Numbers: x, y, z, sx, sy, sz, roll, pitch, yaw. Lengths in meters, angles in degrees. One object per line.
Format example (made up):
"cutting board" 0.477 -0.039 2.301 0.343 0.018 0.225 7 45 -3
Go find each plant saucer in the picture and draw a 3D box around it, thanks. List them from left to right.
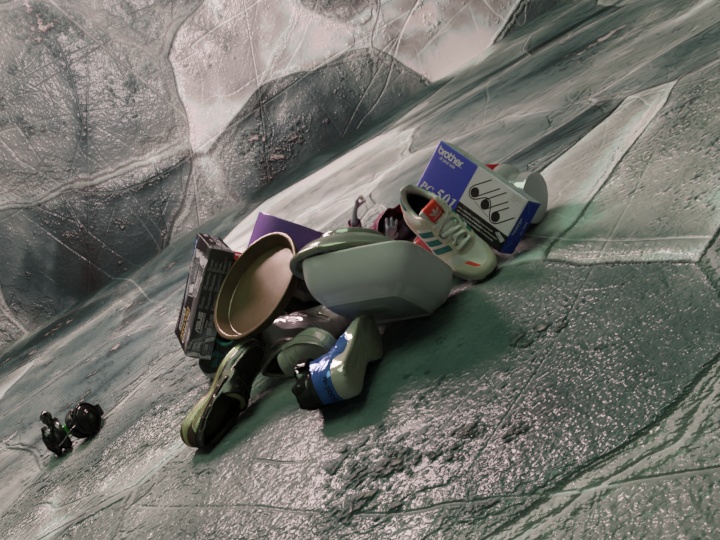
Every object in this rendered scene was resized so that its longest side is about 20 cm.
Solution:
"plant saucer" -0.169 0.029 1.489 0.199 0.029 0.202 -31 41 31
"plant saucer" -0.012 -0.026 1.390 0.198 0.051 0.200 -1 -18 0

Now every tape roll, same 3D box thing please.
"tape roll" -0.119 -0.043 1.756 0.086 0.198 0.200 -71 20 1

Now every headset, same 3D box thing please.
"headset" -0.586 0.305 1.782 0.123 0.095 0.200 -32 4 -3

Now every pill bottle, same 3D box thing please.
"pill bottle" 0.211 -0.124 1.521 0.198 0.113 0.112 4 36 40

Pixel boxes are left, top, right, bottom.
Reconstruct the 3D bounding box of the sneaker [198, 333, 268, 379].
"sneaker" -0.240 0.140 1.637 0.199 0.092 0.078 -15 21 45

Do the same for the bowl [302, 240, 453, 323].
"bowl" 0.027 0.027 1.358 0.198 0.076 0.199 -9 -20 27

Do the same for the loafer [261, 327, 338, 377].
"loafer" -0.096 0.139 1.424 0.070 0.070 0.199 -52 15 -30

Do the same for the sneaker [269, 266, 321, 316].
"sneaker" -0.123 0.051 1.603 0.114 0.077 0.199 -35 -24 16

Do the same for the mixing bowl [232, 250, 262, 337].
"mixing bowl" -0.218 0.052 1.746 0.107 0.203 0.199 -8 0 -35

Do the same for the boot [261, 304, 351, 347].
"boot" -0.090 0.099 1.551 0.095 0.074 0.199 -29 18 -31

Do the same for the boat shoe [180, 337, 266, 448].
"boat shoe" -0.204 0.199 1.421 0.064 0.073 0.201 11 62 45

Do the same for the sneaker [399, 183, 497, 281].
"sneaker" 0.129 -0.063 1.398 0.070 0.200 0.093 -43 -28 -2

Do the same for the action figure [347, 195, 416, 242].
"action figure" 0.045 -0.057 1.630 0.200 0.133 0.151 -26 56 58

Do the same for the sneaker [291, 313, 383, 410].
"sneaker" -0.038 0.135 1.304 0.110 0.077 0.200 -22 18 22

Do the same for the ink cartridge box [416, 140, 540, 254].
"ink cartridge box" 0.185 -0.120 1.440 0.044 0.200 0.095 5 -61 -50

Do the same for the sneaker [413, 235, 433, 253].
"sneaker" 0.102 -0.020 1.492 0.199 0.087 0.074 -28 15 12

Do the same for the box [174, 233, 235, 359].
"box" -0.287 0.045 1.640 0.049 0.202 0.158 12 8 -20
